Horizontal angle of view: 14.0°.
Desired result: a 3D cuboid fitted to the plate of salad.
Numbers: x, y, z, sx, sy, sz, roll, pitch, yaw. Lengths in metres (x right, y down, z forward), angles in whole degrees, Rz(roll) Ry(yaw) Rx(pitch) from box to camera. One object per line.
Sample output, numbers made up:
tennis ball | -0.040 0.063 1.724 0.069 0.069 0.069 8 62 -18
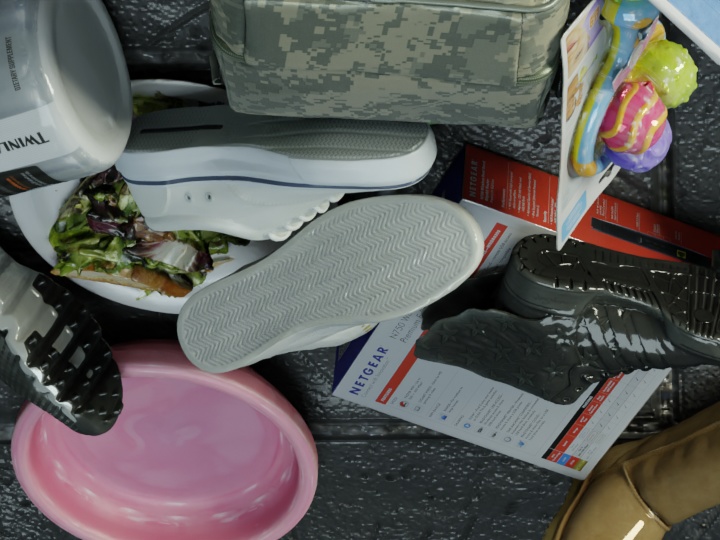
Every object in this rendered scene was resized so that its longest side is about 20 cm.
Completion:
plate of salad | -0.114 -0.035 1.758 0.200 0.048 0.200 3 136 3

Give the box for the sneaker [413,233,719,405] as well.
sneaker | 0.139 0.039 1.732 0.199 0.060 0.104 17 133 -4

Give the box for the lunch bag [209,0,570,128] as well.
lunch bag | 0.015 -0.146 1.561 0.200 0.140 0.168 4 146 2

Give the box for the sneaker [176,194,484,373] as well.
sneaker | 0.000 0.000 1.721 0.200 0.116 0.074 -20 88 28

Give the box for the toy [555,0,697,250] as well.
toy | 0.151 -0.098 1.585 0.047 0.115 0.200 26 153 21

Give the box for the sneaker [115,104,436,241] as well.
sneaker | -0.043 -0.055 1.659 0.200 0.073 0.071 2 129 29

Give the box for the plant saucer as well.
plant saucer | -0.126 0.112 1.912 0.200 0.051 0.201 3 137 3

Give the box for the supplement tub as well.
supplement tub | -0.240 -0.094 1.655 0.200 0.123 0.123 -14 133 18

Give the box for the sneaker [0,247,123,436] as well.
sneaker | -0.231 0.031 1.814 0.200 0.066 0.090 46 137 -13

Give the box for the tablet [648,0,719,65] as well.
tablet | 0.144 -0.209 1.495 0.200 0.130 0.014 38 150 -30

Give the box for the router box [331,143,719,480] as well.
router box | 0.103 0.030 1.802 0.179 0.049 0.200 20 135 -14

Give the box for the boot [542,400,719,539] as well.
boot | 0.212 0.136 1.820 0.200 0.175 0.066 -27 120 34
